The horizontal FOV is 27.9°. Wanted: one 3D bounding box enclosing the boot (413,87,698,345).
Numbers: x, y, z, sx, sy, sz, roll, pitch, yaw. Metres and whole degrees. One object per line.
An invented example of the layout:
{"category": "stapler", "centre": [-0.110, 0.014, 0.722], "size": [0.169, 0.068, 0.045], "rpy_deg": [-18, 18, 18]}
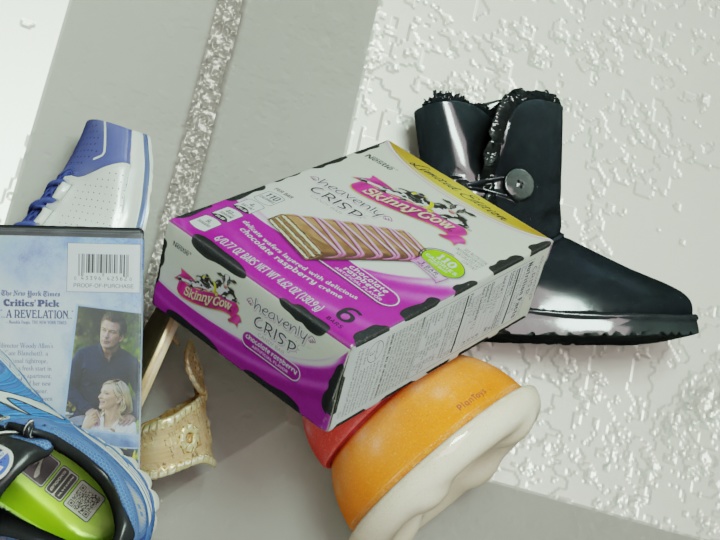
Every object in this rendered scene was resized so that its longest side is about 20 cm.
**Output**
{"category": "boot", "centre": [0.132, -0.036, 0.966], "size": [0.199, 0.076, 0.169], "rpy_deg": [3, 82, -14]}

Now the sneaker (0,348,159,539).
{"category": "sneaker", "centre": [-0.188, 0.083, 0.731], "size": [0.200, 0.089, 0.079], "rpy_deg": [33, 84, -6]}

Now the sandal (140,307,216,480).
{"category": "sandal", "centre": [-0.120, 0.109, 0.846], "size": [0.069, 0.078, 0.212], "rpy_deg": [28, 79, -15]}

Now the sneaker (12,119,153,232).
{"category": "sneaker", "centre": [-0.194, -0.001, 0.835], "size": [0.115, 0.081, 0.200], "rpy_deg": [17, 75, -19]}

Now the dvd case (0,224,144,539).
{"category": "dvd case", "centre": [-0.191, 0.075, 0.786], "size": [0.142, 0.018, 0.201], "rpy_deg": [1, 89, -9]}

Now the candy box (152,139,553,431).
{"category": "candy box", "centre": [0.000, 0.000, 0.833], "size": [0.136, 0.061, 0.200], "rpy_deg": [33, 34, 25]}

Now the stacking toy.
{"category": "stacking toy", "centre": [0.000, 0.058, 0.889], "size": [0.146, 0.146, 0.200], "rpy_deg": [-34, 74, -23]}
